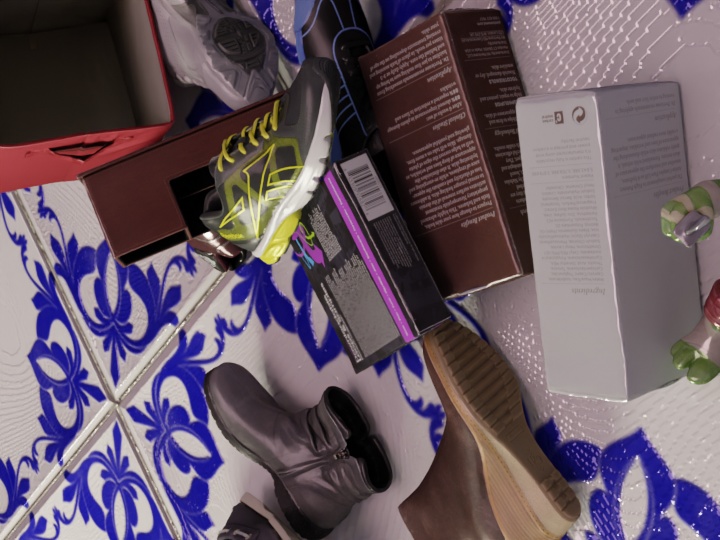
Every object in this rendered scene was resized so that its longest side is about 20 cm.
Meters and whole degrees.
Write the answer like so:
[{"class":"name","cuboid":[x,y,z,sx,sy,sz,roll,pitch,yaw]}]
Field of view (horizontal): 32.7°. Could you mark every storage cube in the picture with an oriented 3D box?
[{"class":"storage cube","cuboid":[-0.296,-0.185,1.188,0.180,0.170,0.202,152,105,-66]}]

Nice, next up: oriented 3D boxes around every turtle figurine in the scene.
[{"class":"turtle figurine","cuboid":[0.241,0.015,0.707,0.201,0.142,0.195,-85,-1,-47]}]

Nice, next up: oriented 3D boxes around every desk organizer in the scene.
[{"class":"desk organizer","cuboid":[-0.135,-0.079,1.065,0.072,0.199,0.078,120,126,-82]}]

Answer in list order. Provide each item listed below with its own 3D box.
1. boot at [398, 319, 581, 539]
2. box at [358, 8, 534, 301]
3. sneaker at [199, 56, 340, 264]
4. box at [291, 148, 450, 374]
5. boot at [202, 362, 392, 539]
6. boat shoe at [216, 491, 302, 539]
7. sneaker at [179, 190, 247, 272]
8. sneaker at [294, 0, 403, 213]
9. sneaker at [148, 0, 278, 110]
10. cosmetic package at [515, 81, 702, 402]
[{"class":"boot","cuboid":[0.073,0.158,0.996,0.166,0.072,0.201,-44,72,41]},{"class":"box","cuboid":[0.079,-0.086,0.927,0.100,0.075,0.202,-19,85,47]},{"class":"sneaker","cuboid":[-0.074,-0.086,0.963,0.075,0.084,0.201,-84,14,-49]},{"class":"box","cuboid":[0.000,0.000,0.996,0.144,0.036,0.200,63,160,5]},{"class":"boot","cuboid":[-0.055,0.141,1.142,0.200,0.070,0.132,50,132,10]},{"class":"boat shoe","cuboid":[-0.087,0.268,1.156,0.073,0.063,0.200,47,168,-19]},{"class":"sneaker","cuboid":[-0.165,-0.048,1.205,0.116,0.076,0.200,48,174,-24]},{"class":"sneaker","cuboid":[0.004,-0.140,0.992,0.078,0.070,0.202,7,114,56]},{"class":"sneaker","cuboid":[-0.140,-0.200,1.141,0.201,0.077,0.100,56,141,34]},{"class":"cosmetic package","cuboid":[0.170,-0.022,0.826,0.074,0.101,0.202,2,100,47]}]
